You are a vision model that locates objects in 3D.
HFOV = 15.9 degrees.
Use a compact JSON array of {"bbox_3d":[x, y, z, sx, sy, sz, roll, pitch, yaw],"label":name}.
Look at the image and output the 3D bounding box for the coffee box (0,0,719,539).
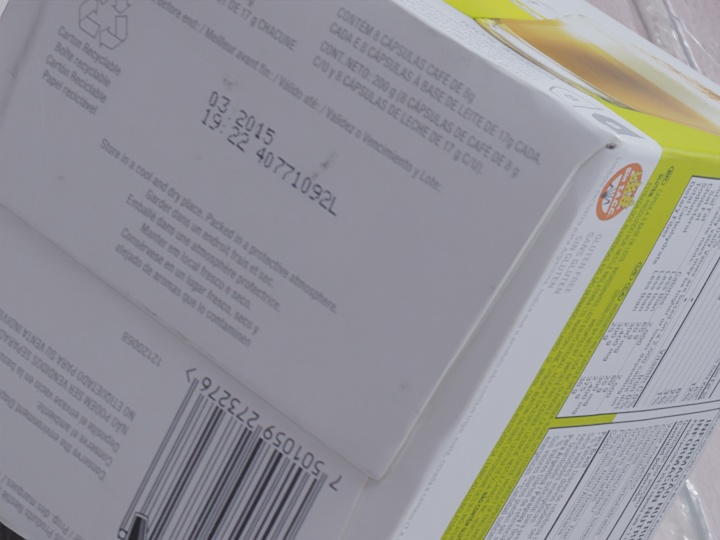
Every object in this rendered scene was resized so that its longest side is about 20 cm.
[{"bbox_3d":[0.000,0.000,0.808,0.200,0.200,0.198,36,17,26],"label":"coffee box"}]
